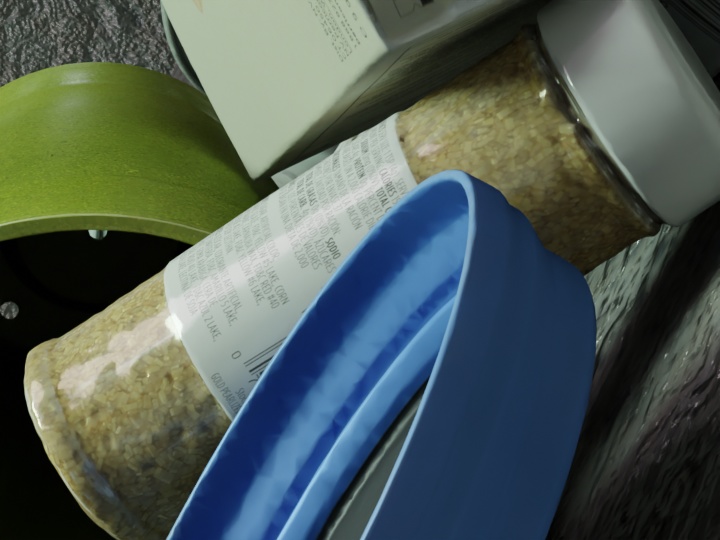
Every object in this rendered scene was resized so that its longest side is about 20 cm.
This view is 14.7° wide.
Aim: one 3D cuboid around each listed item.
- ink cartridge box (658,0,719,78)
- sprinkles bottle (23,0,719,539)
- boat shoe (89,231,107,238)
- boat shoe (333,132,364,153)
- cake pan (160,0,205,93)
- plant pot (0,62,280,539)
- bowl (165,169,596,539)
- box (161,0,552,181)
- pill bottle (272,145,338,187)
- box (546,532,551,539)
[{"bbox_3d":[0.134,-0.140,0.807,0.200,0.057,0.163,-51,3,-25],"label":"ink cartridge box"},{"bbox_3d":[0.006,-0.002,0.748,0.200,0.068,0.068,-33,16,12],"label":"sprinkles bottle"},{"bbox_3d":[-0.084,0.034,1.115,0.070,0.071,0.202,-36,-34,-44],"label":"boat shoe"},{"bbox_3d":[0.000,0.000,1.049,0.200,0.072,0.066,-58,0,-36],"label":"boat shoe"},{"bbox_3d":[-0.002,-0.153,1.262,0.200,0.037,0.201,-30,-41,-30],"label":"cake pan"},{"bbox_3d":[-0.087,0.026,0.922,0.201,0.200,0.193,-58,18,23],"label":"plant pot"},{"bbox_3d":[-0.011,0.074,0.634,0.201,0.039,0.201,-57,11,17],"label":"bowl"},{"bbox_3d":[0.007,-0.093,0.794,0.095,0.078,0.200,-28,-1,-15],"label":"box"},{"bbox_3d":[0.007,-0.109,1.175,0.201,0.116,0.116,-60,9,10],"label":"pill bottle"},{"bbox_3d":[-0.006,0.135,0.697,0.158,0.051,0.200,-59,9,11],"label":"box"}]
